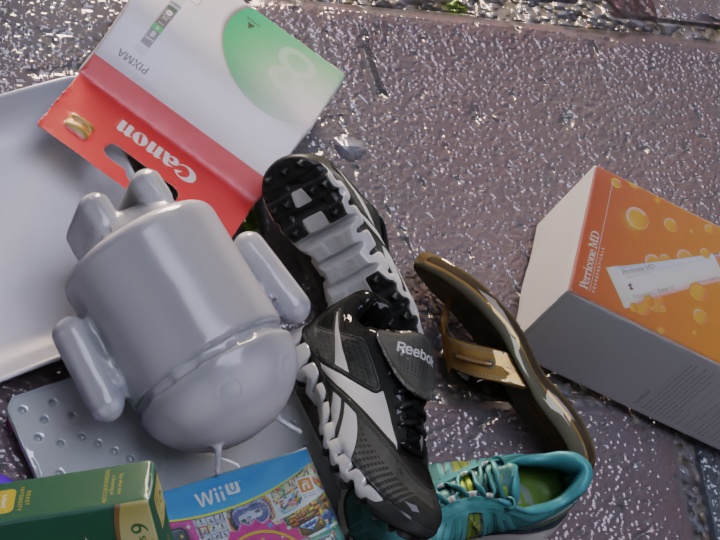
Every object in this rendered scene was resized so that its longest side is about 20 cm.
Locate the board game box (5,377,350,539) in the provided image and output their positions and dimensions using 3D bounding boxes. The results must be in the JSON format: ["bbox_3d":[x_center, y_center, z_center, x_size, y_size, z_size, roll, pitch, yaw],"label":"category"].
[{"bbox_3d":[-0.113,0.150,1.407,0.200,0.026,0.200,-18,74,-31],"label":"board game box"}]

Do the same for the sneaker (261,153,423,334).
[{"bbox_3d":[0.000,0.000,1.510,0.200,0.066,0.091,62,17,-8],"label":"sneaker"}]

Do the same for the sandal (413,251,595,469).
[{"bbox_3d":[0.096,0.072,1.526,0.054,0.080,0.200,-33,86,-13],"label":"sandal"}]

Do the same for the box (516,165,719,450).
[{"bbox_3d":[0.228,0.031,1.584,0.200,0.098,0.125,25,53,-12],"label":"box"}]

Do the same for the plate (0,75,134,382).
[{"bbox_3d":[-0.236,-0.024,1.434,0.200,0.032,0.200,-19,73,-32],"label":"plate"}]

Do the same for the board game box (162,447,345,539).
[{"bbox_3d":[-0.069,0.230,1.334,0.147,0.064,0.200,-14,71,-30],"label":"board game box"}]

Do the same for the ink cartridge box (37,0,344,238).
[{"bbox_3d":[-0.117,-0.124,1.509,0.161,0.050,0.200,36,40,-5],"label":"ink cartridge box"}]

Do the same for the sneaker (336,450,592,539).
[{"bbox_3d":[0.072,0.154,1.453,0.199,0.080,0.078,-7,66,-34],"label":"sneaker"}]

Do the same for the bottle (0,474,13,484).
[{"bbox_3d":[-0.312,0.139,1.283,0.199,0.084,0.066,13,80,-18],"label":"bottle"}]

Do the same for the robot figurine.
[{"bbox_3d":[-0.115,0.034,1.373,0.169,0.113,0.200,-27,78,-23],"label":"robot figurine"}]

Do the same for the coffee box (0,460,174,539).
[{"bbox_3d":[-0.205,0.185,1.239,0.199,0.123,0.044,-8,29,3],"label":"coffee box"}]

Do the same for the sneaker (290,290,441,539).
[{"bbox_3d":[0.016,0.086,1.390,0.066,0.090,0.200,32,21,-43],"label":"sneaker"}]
